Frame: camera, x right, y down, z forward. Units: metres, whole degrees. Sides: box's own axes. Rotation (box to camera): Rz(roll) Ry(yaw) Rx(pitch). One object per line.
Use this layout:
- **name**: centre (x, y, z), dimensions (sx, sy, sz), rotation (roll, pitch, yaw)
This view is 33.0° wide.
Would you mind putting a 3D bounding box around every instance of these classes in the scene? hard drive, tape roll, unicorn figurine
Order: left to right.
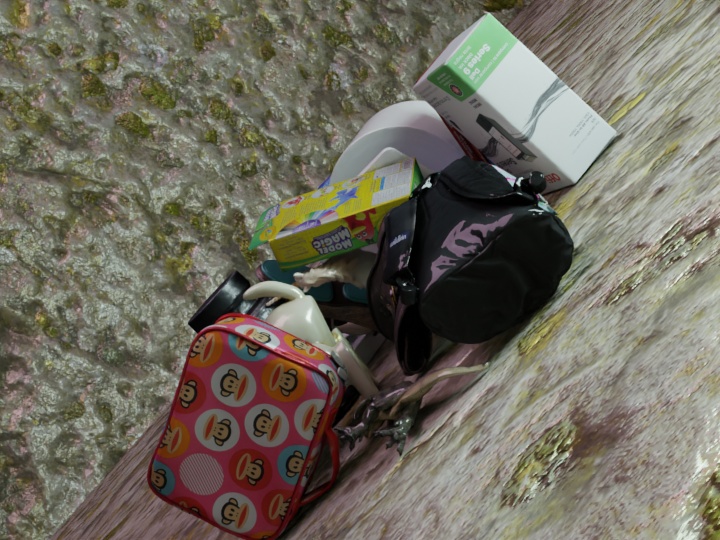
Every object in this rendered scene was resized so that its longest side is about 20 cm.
- **hard drive**: centre (-0.020, 0.109, 1.609), dimensions (0.132, 0.026, 0.200), rotation (-52, 9, -33)
- **unicorn figurine**: centre (0.000, 0.000, 1.432), dimensions (0.138, 0.199, 0.074), rotation (-84, 7, -66)
- **tape roll**: centre (0.068, -0.113, 1.627), dimensions (0.203, 0.203, 0.139), rotation (-43, 8, 23)

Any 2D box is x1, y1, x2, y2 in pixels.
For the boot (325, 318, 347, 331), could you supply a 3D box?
- **boot**: centre (-0.085, 0.041, 1.543), dimensions (0.097, 0.200, 0.075), rotation (-49, 49, 8)

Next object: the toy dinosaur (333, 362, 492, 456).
- **toy dinosaur**: centre (0.032, 0.128, 1.104), dimensions (0.088, 0.048, 0.200), rotation (-43, 7, -35)

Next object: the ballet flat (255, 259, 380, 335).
- **ballet flat**: centre (-0.038, 0.043, 1.482), dimensions (0.068, 0.199, 0.067), rotation (-91, 20, -55)

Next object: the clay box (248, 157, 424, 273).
- **clay box**: centre (-0.025, -0.060, 1.398), dimensions (0.199, 0.048, 0.115), rotation (-18, 24, 15)

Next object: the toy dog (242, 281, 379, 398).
- **toy dog**: centre (-0.098, 0.132, 1.291), dimensions (0.200, 0.194, 0.140), rotation (-38, 16, 0)

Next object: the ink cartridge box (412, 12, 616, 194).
- **ink cartridge box**: centre (0.173, -0.183, 1.390), dimensions (0.084, 0.200, 0.146), rotation (-50, 7, -10)

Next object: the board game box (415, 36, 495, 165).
- **board game box**: centre (0.153, -0.182, 1.512), dimensions (0.019, 0.200, 0.103), rotation (-19, 25, 45)

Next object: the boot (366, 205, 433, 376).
- **boot**: centre (0.046, 0.047, 1.295), dimensions (0.175, 0.069, 0.201), rotation (-95, 4, -50)

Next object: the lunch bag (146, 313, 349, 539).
- **lunch bag**: centre (-0.100, 0.158, 1.185), dimensions (0.082, 0.175, 0.201), rotation (-44, -23, -75)

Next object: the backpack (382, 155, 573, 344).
- **backpack**: centre (0.104, -0.022, 1.130), dimensions (0.166, 0.127, 0.200), rotation (-34, 23, 4)

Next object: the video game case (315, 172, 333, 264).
- **video game case**: centre (-0.001, -0.040, 1.706), dimensions (0.045, 0.181, 0.200), rotation (-42, 8, 23)

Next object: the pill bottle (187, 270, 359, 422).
- **pill bottle**: centre (-0.101, 0.098, 1.425), dimensions (0.112, 0.200, 0.112), rotation (-45, 8, 8)

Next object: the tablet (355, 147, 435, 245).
- **tablet**: centre (0.065, -0.069, 1.500), dimensions (0.130, 0.199, 0.014), rotation (-43, 40, 27)

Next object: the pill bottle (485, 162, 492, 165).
- **pill bottle**: centre (0.127, -0.060, 1.328), dimensions (0.111, 0.111, 0.200), rotation (-45, 7, 8)
